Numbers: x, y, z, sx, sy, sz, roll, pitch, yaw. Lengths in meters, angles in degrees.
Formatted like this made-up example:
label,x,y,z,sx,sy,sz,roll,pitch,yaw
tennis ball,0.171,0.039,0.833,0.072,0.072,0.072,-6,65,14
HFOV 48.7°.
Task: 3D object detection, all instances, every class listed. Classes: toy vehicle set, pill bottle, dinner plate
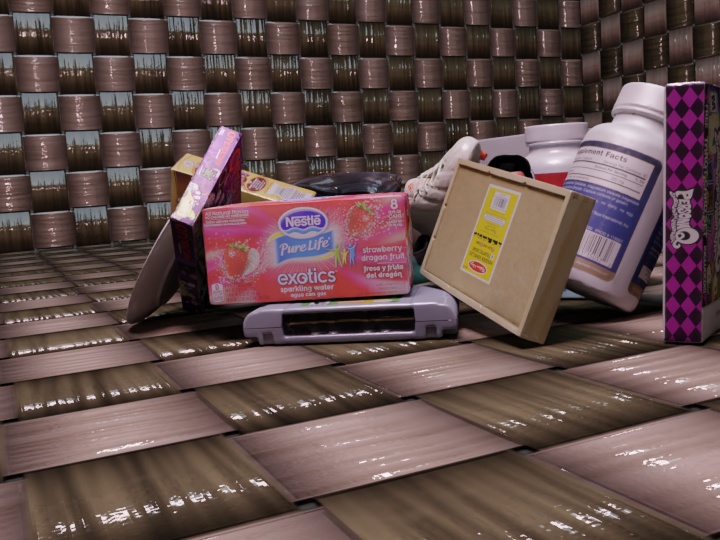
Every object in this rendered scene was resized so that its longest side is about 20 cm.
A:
label,x,y,z,sx,sy,sz,roll,pitch,yaw
toy vehicle set,0.125,-0.027,0.730,0.026,0.126,0.200,15,10,-24
pill bottle,0.252,-0.071,0.771,0.110,0.202,0.111,24,1,0
dinner plate,-0.204,-0.024,0.907,0.024,0.202,0.200,27,6,-2
pill bottle,0.270,-0.096,1.084,0.111,0.203,0.112,-4,6,0

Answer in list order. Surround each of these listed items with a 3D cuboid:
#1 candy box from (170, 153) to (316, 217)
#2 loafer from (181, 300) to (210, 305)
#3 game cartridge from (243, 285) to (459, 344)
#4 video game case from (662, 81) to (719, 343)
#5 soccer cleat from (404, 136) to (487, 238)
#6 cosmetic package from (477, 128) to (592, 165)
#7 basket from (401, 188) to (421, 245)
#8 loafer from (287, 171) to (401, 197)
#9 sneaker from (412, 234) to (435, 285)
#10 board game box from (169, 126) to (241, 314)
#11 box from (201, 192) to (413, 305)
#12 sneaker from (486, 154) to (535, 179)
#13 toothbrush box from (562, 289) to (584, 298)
label,x,y,z,sx,sy,sz,roll,pitch,yaw
candy box,-0.167,-0.077,1.116,0.198,0.118,0.057,17,36,7
loafer,-0.187,0.004,1.089,0.071,0.064,0.200,-4,6,12
game cartridge,-0.003,0.041,0.780,0.197,0.041,0.133,-3,2,8
video game case,0.300,-0.053,0.683,0.035,0.203,0.180,3,8,36
soccer cleat,0.087,-0.090,0.904,0.077,0.070,0.200,30,-23,8
cosmetic package,0.282,-0.117,1.282,0.122,0.202,0.199,-8,8,-32
basket,0.097,-0.052,1.147,0.198,0.138,0.179,7,4,40
loafer,-0.030,-0.104,1.123,0.198,0.073,0.072,7,40,33
sneaker,0.000,0.000,0.923,0.198,0.081,0.071,-7,9,-26
board game box,-0.162,-0.047,0.858,0.032,0.121,0.201,17,-28,0
box,-0.047,-0.024,0.791,0.197,0.097,0.100,-3,7,7
sneaker,0.160,-0.086,0.868,0.074,0.086,0.200,-7,13,3
toothbrush box,0.231,-0.020,0.946,0.198,0.087,0.146,-2,8,25
